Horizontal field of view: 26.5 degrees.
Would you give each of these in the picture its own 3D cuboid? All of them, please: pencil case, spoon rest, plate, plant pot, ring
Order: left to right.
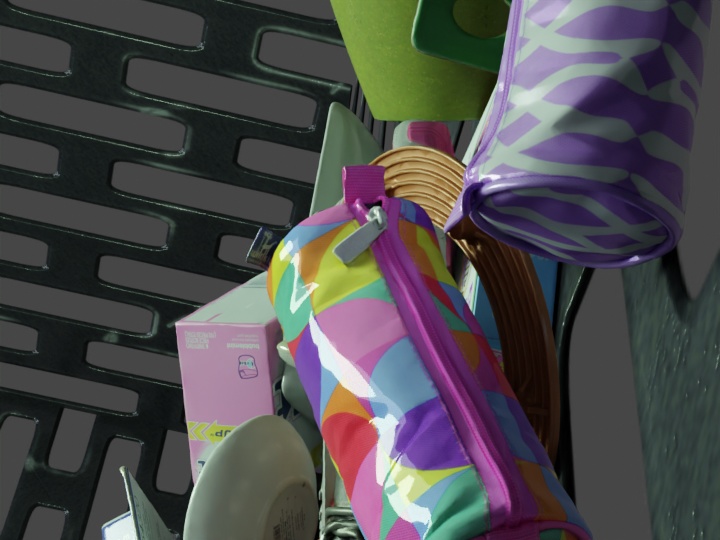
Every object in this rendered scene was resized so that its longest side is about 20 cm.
[{"bbox_3d":[-0.059,0.174,0.823,0.099,0.060,0.202,-24,-63,-52],"label":"spoon rest"},{"bbox_3d":[0.016,0.021,1.012,0.200,0.032,0.202,47,-132,-57],"label":"plate"},{"bbox_3d":[0.021,0.053,0.617,0.089,0.088,0.201,107,149,-41],"label":"pencil case"},{"bbox_3d":[0.027,0.042,0.725,0.200,0.019,0.202,20,113,58],"label":"ring"},{"bbox_3d":[0.049,-0.187,0.853,0.187,0.185,0.202,-111,18,-81],"label":"plant pot"},{"bbox_3d":[0.088,-0.102,0.569,0.084,0.085,0.202,136,146,-64],"label":"pencil case"}]

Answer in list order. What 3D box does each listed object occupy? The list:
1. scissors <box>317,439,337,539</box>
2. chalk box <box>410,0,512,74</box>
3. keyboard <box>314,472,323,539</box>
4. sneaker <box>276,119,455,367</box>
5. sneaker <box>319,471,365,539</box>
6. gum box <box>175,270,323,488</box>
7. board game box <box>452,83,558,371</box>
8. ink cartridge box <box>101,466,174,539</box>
[{"bbox_3d":[-0.016,0.128,0.736,0.014,0.073,0.202,-12,89,48],"label":"scissors"},{"bbox_3d":[0.076,-0.193,0.705,0.124,0.124,0.202,-90,14,-67],"label":"chalk box"},{"bbox_3d":[-0.018,0.138,0.904,0.200,0.020,0.128,27,-96,-54],"label":"keyboard"},{"bbox_3d":[0.000,0.000,0.838,0.082,0.087,0.201,-83,7,-50],"label":"sneaker"},{"bbox_3d":[0.003,0.148,0.689,0.077,0.081,0.202,-10,85,61],"label":"sneaker"},{"bbox_3d":[-0.040,0.062,1.006,0.200,0.066,0.115,-33,-60,-62],"label":"gum box"},{"bbox_3d":[0.064,0.012,0.834,0.200,0.040,0.154,111,170,-63],"label":"board game box"},{"bbox_3d":[-0.103,0.243,0.857,0.201,0.043,0.197,68,-177,-50],"label":"ink cartridge box"}]
